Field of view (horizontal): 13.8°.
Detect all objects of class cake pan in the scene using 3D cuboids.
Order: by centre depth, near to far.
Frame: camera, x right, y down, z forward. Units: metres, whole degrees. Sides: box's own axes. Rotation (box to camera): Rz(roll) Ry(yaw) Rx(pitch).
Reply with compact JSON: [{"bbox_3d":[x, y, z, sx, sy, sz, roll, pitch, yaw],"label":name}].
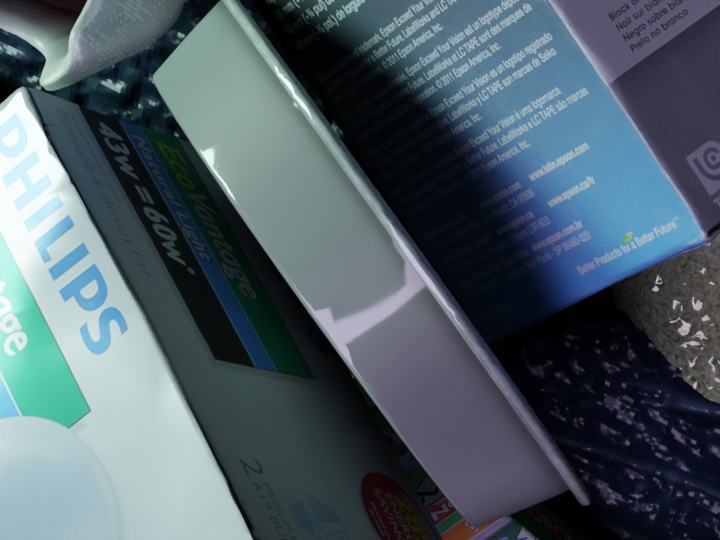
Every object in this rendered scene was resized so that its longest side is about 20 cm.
[{"bbox_3d":[0.000,0.000,0.925,0.037,0.200,0.200,-36,105,1],"label":"cake pan"}]

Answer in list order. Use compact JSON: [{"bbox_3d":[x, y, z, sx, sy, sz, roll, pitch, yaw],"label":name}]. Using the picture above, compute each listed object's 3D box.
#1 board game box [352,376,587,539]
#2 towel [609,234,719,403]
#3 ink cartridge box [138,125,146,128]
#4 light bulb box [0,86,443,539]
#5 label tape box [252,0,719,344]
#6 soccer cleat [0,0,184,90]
[{"bbox_3d":[-0.019,0.140,1.061,0.200,0.029,0.135,-42,115,18],"label":"board game box"},{"bbox_3d":[0.181,0.028,0.922,0.200,0.037,0.148,39,137,1],"label":"towel"},{"bbox_3d":[-0.146,0.008,1.119,0.176,0.045,0.200,5,128,13],"label":"ink cartridge box"},{"bbox_3d":[-0.104,0.083,0.977,0.200,0.125,0.199,-39,63,19],"label":"light bulb box"},{"bbox_3d":[0.031,-0.088,0.875,0.200,0.063,0.144,56,153,-3],"label":"label tape box"},{"bbox_3d":[-0.144,-0.138,0.969,0.200,0.086,0.070,37,136,3],"label":"soccer cleat"}]
